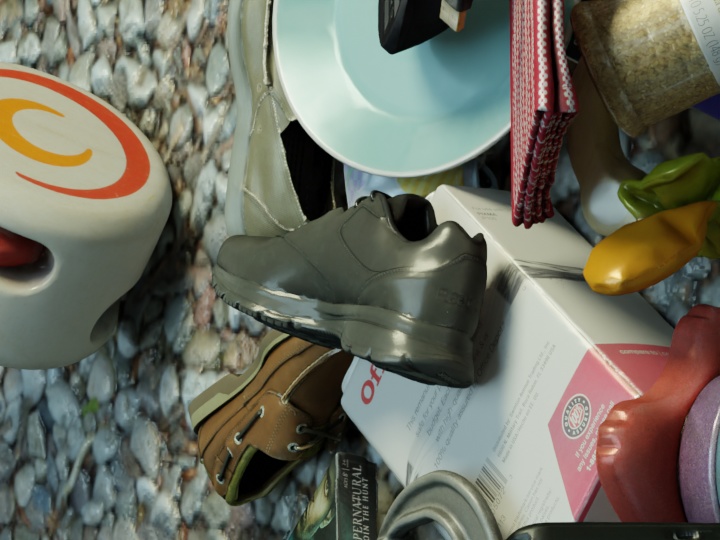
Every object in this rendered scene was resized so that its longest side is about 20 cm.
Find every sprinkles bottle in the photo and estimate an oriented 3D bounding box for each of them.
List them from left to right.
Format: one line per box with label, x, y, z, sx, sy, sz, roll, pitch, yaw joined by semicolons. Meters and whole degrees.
sprinkles bottle;0.196;-0.131;1.291;0.199;0.068;0.069;-26;60;12

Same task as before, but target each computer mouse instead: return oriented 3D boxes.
computer mouse;0.050;-0.160;1.412;0.201;0.046;0.141;109;164;-49

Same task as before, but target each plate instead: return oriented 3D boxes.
plate;0.039;-0.146;1.518;0.199;0.026;0.202;-10;73;35

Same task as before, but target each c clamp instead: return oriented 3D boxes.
c clamp;0.041;0.203;1.455;0.171;0.027;0.202;-15;85;63

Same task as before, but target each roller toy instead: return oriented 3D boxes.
roller toy;-0.226;-0.031;1.828;0.183;0.199;0.140;51;126;37

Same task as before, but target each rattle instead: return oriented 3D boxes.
rattle;0.140;-0.102;1.359;0.130;0.142;0.202;21;110;41

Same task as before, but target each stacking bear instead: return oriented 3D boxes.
stacking bear;0.226;0.084;1.267;0.199;0.122;0.114;-3;124;43

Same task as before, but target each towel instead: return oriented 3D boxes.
towel;0.086;-0.112;1.356;0.200;0.022;0.146;90;179;-76

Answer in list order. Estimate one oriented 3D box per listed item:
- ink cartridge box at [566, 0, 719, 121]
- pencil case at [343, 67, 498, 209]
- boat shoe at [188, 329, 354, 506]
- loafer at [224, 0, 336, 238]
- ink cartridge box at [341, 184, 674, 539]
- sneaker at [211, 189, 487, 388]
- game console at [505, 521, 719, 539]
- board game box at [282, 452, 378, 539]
ink cartridge box;0.154;-0.194;1.459;0.200;0.043;0.200;32;110;50
pencil case;0.023;-0.112;1.588;0.091;0.083;0.201;-38;55;51
boat shoe;-0.031;0.077;1.655;0.200;0.071;0.068;-43;56;54
loafer;-0.033;-0.104;1.686;0.069;0.075;0.202;2;91;42
ink cartridge box;0.090;0.068;1.471;0.200;0.082;0.147;50;124;45
sneaker;0.000;0.000;1.486;0.199;0.076;0.091;17;89;47
game console;0.142;0.213;1.277;0.201;0.174;0.117;99;169;-49
board game box;-0.024;0.219;1.579;0.201;0.028;0.136;-91;21;-43
